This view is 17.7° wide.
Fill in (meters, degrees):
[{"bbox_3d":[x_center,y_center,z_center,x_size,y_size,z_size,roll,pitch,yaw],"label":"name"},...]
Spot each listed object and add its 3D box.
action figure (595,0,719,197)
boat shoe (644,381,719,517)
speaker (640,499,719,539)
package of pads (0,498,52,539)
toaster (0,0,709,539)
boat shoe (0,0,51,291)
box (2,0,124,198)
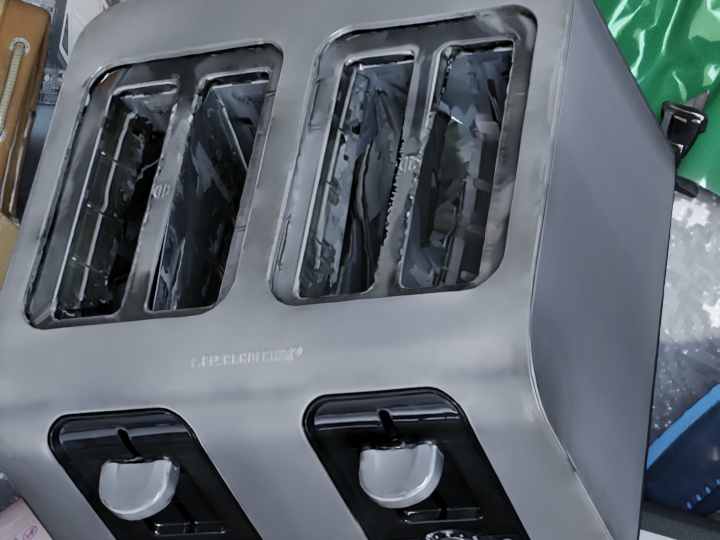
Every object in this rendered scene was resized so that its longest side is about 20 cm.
[{"bbox_3d":[0.138,-0.127,0.808,0.118,0.055,0.200,28,88,12],"label":"action figure"},{"bbox_3d":[0.185,0.035,0.781,0.200,0.084,0.069,-36,77,11],"label":"boat shoe"},{"bbox_3d":[0.129,0.127,0.766,0.200,0.081,0.081,16,93,-5],"label":"speaker"},{"bbox_3d":[-0.108,0.146,0.829,0.200,0.076,0.121,-34,111,10],"label":"package of pads"},{"bbox_3d":[0.000,0.000,0.713,0.181,0.119,0.200,-4,53,23],"label":"toaster"},{"bbox_3d":[-0.140,-0.003,0.803,0.074,0.076,0.200,2,91,-4],"label":"boat shoe"},{"bbox_3d":[-0.087,-0.097,0.856,0.200,0.050,0.158,19,93,12],"label":"box"}]
